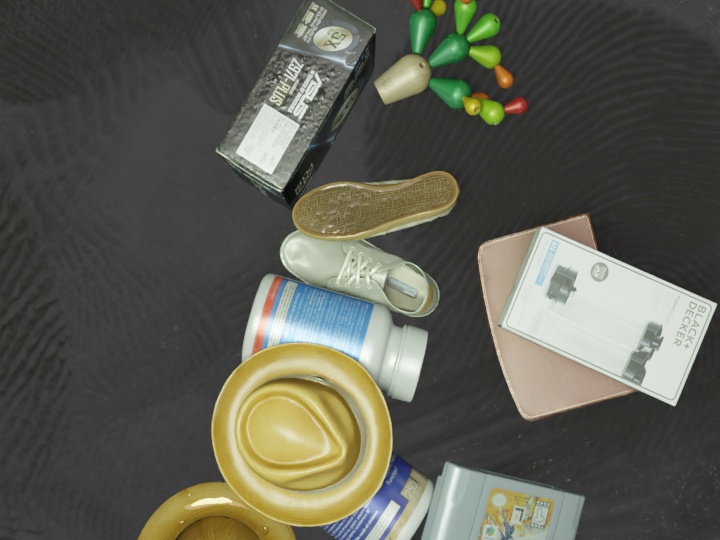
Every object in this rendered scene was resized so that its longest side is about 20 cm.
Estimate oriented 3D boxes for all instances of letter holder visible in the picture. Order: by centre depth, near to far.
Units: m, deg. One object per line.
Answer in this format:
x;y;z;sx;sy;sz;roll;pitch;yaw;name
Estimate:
0.211;0.055;1.098;0.139;0.101;0.204;-15;87;1;letter holder

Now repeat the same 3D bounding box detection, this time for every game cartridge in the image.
0.159;0.297;1.073;0.197;0.041;0.136;17;83;-28;game cartridge

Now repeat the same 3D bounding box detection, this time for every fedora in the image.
-0.065;0.167;0.988;0.196;0.082;0.206;-1;83;8;fedora
-0.159;0.323;1.077;0.196;0.082;0.206;-1;101;-5;fedora

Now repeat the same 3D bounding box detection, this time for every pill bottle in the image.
-0.024;0.229;1.081;0.198;0.116;0.117;36;88;2;pill bottle
-0.027;0.082;1.090;0.196;0.112;0.115;15;87;2;pill bottle

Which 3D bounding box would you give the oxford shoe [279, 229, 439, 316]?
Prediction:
0.000;0.000;1.123;0.196;0.058;0.077;21;90;3;oxford shoe

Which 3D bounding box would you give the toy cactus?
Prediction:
0.094;-0.245;1.125;0.163;0.102;0.203;-28;96;8;toy cactus

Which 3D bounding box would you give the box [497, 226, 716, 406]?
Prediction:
0.257;0.046;1.016;0.197;0.060;0.119;25;90;4;box

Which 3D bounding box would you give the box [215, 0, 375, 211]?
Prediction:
-0.066;-0.182;1.079;0.085;0.164;0.202;30;87;2;box

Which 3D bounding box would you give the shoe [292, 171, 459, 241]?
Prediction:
0.018;-0.070;1.127;0.195;0.053;0.072;-8;76;1;shoe
